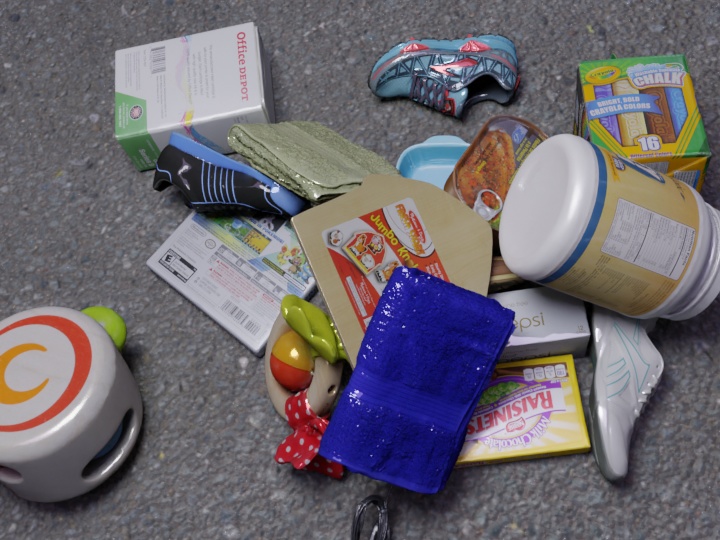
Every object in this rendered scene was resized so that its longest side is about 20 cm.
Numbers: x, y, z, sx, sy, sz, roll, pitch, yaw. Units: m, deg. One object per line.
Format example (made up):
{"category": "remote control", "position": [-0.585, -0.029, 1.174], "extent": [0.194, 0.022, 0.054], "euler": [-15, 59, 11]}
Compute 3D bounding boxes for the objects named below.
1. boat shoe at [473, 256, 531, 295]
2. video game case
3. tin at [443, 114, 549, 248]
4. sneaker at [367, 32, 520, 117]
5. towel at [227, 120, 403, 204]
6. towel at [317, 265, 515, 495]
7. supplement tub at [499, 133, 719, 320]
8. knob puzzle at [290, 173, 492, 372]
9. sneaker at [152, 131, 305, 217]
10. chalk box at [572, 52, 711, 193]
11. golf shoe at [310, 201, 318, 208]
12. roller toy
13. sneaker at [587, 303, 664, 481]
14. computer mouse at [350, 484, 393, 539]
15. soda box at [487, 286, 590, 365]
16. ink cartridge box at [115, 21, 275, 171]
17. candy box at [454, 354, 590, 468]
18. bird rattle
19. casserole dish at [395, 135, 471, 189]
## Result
{"category": "boat shoe", "position": [0.097, -0.003, 0.915], "extent": [0.196, 0.072, 0.069], "euler": [-6, 76, -5]}
{"category": "video game case", "position": [-0.137, -0.021, 1.034], "extent": [0.199, 0.022, 0.183], "euler": [34, 74, 23]}
{"category": "tin", "position": [0.167, -0.105, 0.973], "extent": [0.111, 0.042, 0.201], "euler": [34, 49, 5]}
{"category": "sneaker", "position": [0.107, -0.242, 1.072], "extent": [0.196, 0.080, 0.097], "euler": [-8, 65, 5]}
{"category": "towel", "position": [-0.055, -0.136, 1.011], "extent": [0.147, 0.037, 0.199], "euler": [-14, 35, -40]}
{"category": "towel", "position": [0.059, 0.110, 0.803], "extent": [0.146, 0.049, 0.203], "euler": [19, 96, -25]}
{"category": "supplement tub", "position": [0.255, -0.037, 0.843], "extent": [0.197, 0.145, 0.147], "euler": [18, 63, -19]}
{"category": "knob puzzle", "position": [0.048, -0.006, 0.865], "extent": [0.215, 0.030, 0.224], "euler": [4, 73, -12]}
{"category": "sneaker", "position": [-0.164, -0.097, 1.034], "extent": [0.197, 0.070, 0.079], "euler": [26, 91, 15]}
{"category": "chalk box", "position": [0.312, -0.161, 0.964], "extent": [0.121, 0.126, 0.203], "euler": [-2, 55, 9]}
{"category": "golf shoe", "position": [0.000, 0.000, 0.965], "extent": [0.086, 0.077, 0.204], "euler": [-9, 77, -18]}
{"category": "roller toy", "position": [-0.339, 0.149, 0.916], "extent": [0.196, 0.141, 0.185], "euler": [-15, 52, -4]}
{"category": "sneaker", "position": [0.277, 0.117, 0.872], "extent": [0.078, 0.071, 0.204], "euler": [4, 64, 8]}
{"category": "computer mouse", "position": [0.039, 0.206, 0.866], "extent": [0.058, 0.034, 0.202], "euler": [31, 77, -14]}
{"category": "soda box", "position": [0.145, 0.067, 0.918], "extent": [0.196, 0.068, 0.065], "euler": [-9, 64, 5]}
{"category": "ink cartridge box", "position": [-0.216, -0.230, 1.114], "extent": [0.196, 0.088, 0.148], "euler": [-12, 63, 5]}
{"category": "candy box", "position": [0.138, 0.154, 0.901], "extent": [0.196, 0.026, 0.104], "euler": [-9, 66, 6]}
{"category": "bird rattle", "position": [-0.051, 0.113, 0.905], "extent": [0.111, 0.204, 0.163], "euler": [-3, 21, -32]}
{"category": "casserole dish", "position": [0.098, -0.068, 1.010], "extent": [0.118, 0.039, 0.204], "euler": [1, 65, 9]}
